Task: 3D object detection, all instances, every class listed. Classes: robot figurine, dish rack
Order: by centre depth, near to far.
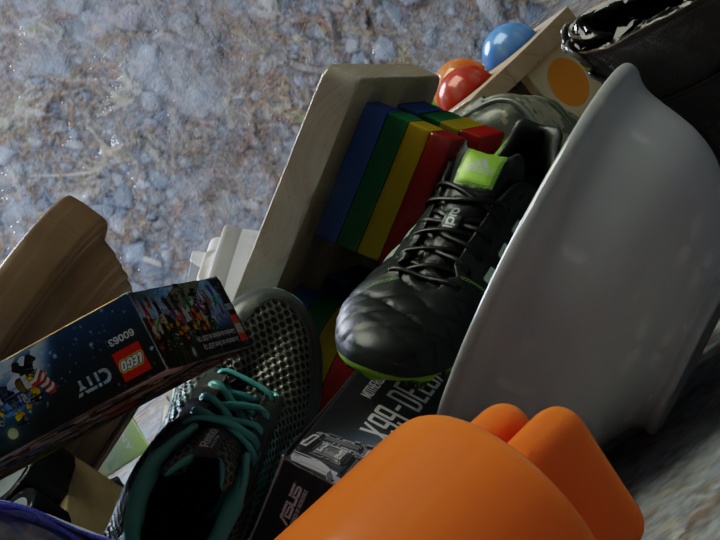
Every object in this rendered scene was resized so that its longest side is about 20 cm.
[{"bbox_3d":[0.016,0.133,1.073,0.200,0.144,0.117,-41,-33,-23],"label":"robot figurine"},{"bbox_3d":[-0.091,0.079,1.560,0.172,0.044,0.200,-78,1,-69],"label":"dish rack"}]

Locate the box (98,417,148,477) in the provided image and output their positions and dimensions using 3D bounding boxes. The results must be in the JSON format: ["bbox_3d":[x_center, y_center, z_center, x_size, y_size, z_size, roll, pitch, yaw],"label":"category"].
[{"bbox_3d":[-0.228,0.151,1.623,0.200,0.036,0.144,-35,3,-33],"label":"box"}]

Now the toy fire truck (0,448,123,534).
[{"bbox_3d":[-0.195,0.193,1.390,0.200,0.129,0.176,-46,22,21],"label":"toy fire truck"}]

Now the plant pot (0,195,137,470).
[{"bbox_3d":[-0.170,0.067,1.503,0.201,0.093,0.201,-58,-1,-1],"label":"plant pot"}]

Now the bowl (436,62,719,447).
[{"bbox_3d":[0.117,0.013,1.315,0.201,0.090,0.201,-61,-9,-17],"label":"bowl"}]

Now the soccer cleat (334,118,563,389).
[{"bbox_3d":[0.043,-0.011,1.340,0.200,0.067,0.081,-44,-34,-56],"label":"soccer cleat"}]

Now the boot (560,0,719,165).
[{"bbox_3d":[0.162,-0.075,1.409,0.200,0.174,0.069,-33,37,36],"label":"boot"}]

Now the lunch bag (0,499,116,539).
[{"bbox_3d":[-0.130,0.182,1.182,0.124,0.200,0.170,-43,6,-28],"label":"lunch bag"}]

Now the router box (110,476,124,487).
[{"bbox_3d":[-0.226,0.201,1.627,0.200,0.051,0.149,-34,0,-33],"label":"router box"}]

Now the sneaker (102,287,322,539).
[{"bbox_3d":[-0.064,0.087,1.295,0.091,0.078,0.200,118,175,-62],"label":"sneaker"}]

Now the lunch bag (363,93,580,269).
[{"bbox_3d":[0.073,-0.002,1.621,0.200,0.139,0.168,-36,-11,18],"label":"lunch bag"}]

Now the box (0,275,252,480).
[{"bbox_3d":[-0.156,0.067,1.244,0.200,0.038,0.137,-28,-4,13],"label":"box"}]

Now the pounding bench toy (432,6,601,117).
[{"bbox_3d":[0.081,-0.055,1.859,0.200,0.156,0.124,-32,9,49],"label":"pounding bench toy"}]

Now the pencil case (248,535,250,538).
[{"bbox_3d":[-0.109,0.204,1.456,0.200,0.078,0.087,-40,-22,-8],"label":"pencil case"}]

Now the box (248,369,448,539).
[{"bbox_3d":[-0.003,0.111,1.361,0.200,0.050,0.158,-49,-15,-56],"label":"box"}]

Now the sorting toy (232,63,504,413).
[{"bbox_3d":[0.000,0.000,1.456,0.200,0.070,0.199,-19,-49,-77],"label":"sorting toy"}]
